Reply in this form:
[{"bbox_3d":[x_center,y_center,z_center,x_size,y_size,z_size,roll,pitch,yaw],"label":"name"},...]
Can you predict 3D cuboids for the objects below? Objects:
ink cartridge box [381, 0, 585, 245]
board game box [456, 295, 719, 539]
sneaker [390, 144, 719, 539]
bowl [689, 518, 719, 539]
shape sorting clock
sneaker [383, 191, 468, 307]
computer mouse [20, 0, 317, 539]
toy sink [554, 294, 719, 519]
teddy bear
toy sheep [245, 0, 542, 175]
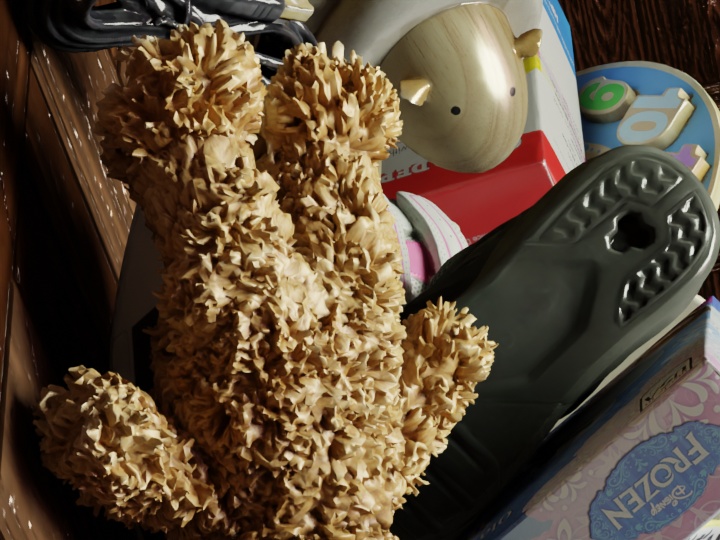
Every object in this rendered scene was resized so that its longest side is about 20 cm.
[{"bbox_3d":[0.032,-0.047,1.264,0.200,0.116,0.067,-92,160,-47],"label":"ink cartridge box"},{"bbox_3d":[0.055,0.096,1.012,0.043,0.200,0.199,49,8,0],"label":"board game box"},{"bbox_3d":[0.029,0.043,1.006,0.076,0.199,0.114,48,-17,6],"label":"sneaker"},{"bbox_3d":[0.093,0.190,1.013,0.201,0.094,0.202,28,57,-53],"label":"bowl"},{"bbox_3d":[0.073,-0.014,1.298,0.039,0.199,0.200,47,27,-34],"label":"shape sorting clock"},{"bbox_3d":[0.000,0.000,1.099,0.200,0.088,0.082,56,25,-71],"label":"sneaker"},{"bbox_3d":[-0.049,0.009,0.860,0.109,0.044,0.201,1,84,-54],"label":"computer mouse"},{"bbox_3d":[0.115,0.114,1.210,0.130,0.200,0.112,45,14,8],"label":"toy sink"},{"bbox_3d":[-0.020,0.030,0.803,0.145,0.067,0.201,29,62,-43],"label":"teddy bear"},{"bbox_3d":[0.000,-0.115,1.123,0.200,0.138,0.138,53,-6,27],"label":"toy sheep"}]
